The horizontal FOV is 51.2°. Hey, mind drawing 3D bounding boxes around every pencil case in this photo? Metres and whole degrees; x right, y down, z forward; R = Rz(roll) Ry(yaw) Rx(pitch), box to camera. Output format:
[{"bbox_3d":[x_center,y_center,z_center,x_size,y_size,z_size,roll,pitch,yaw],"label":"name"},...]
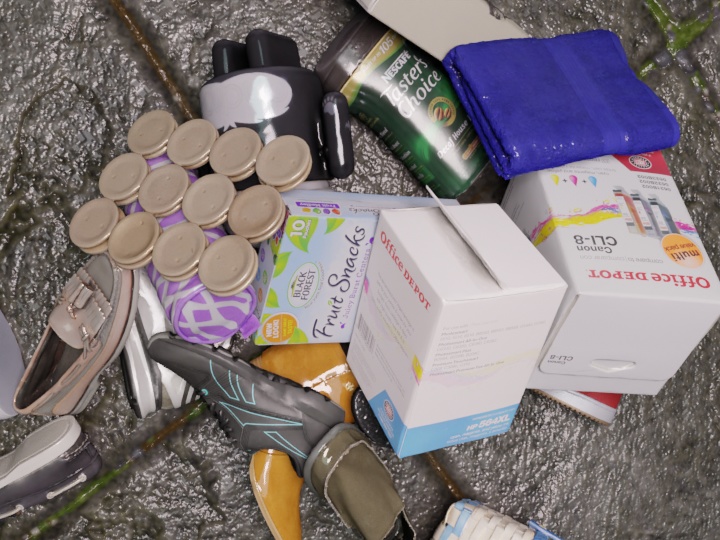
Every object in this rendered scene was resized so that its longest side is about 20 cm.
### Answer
[{"bbox_3d":[-0.161,-0.027,0.693,0.083,0.085,0.201,-36,55,10],"label":"pencil case"}]

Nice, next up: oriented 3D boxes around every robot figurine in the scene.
[{"bbox_3d":[-0.089,-0.123,0.732,0.123,0.150,0.204,-9,94,-23],"label":"robot figurine"}]

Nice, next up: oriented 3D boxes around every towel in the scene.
[{"bbox_3d":[0.187,-0.158,0.708,0.197,0.050,0.149,-11,61,-23],"label":"towel"}]

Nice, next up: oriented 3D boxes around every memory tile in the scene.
[{"bbox_3d":[-0.148,-0.063,0.646,0.197,0.017,0.155,16,68,25],"label":"memory tile"}]

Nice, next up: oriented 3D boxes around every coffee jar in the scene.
[{"bbox_3d":[0.049,-0.170,0.769,0.199,0.085,0.105,40,85,-6],"label":"coffee jar"}]

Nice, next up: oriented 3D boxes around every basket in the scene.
[{"bbox_3d":[0.152,0.333,0.752,0.199,0.139,0.178,33,86,24],"label":"basket"}]

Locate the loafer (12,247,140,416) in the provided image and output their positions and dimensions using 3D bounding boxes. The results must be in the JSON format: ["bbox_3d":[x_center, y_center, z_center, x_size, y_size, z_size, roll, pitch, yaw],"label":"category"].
[{"bbox_3d":[-0.264,0.064,0.693,0.072,0.062,0.201,46,120,27],"label":"loafer"}]

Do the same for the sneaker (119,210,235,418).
[{"bbox_3d":[-0.191,0.035,0.757,0.114,0.075,0.204,-11,89,-25],"label":"sneaker"}]

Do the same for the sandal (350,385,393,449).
[{"bbox_3d":[0.072,0.143,0.784,0.197,0.048,0.077,4,86,-30],"label":"sandal"}]

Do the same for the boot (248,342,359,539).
[{"bbox_3d":[-0.048,0.170,0.766,0.142,0.071,0.204,-20,89,-5],"label":"boot"}]

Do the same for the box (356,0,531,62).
[{"bbox_3d":[0.079,-0.247,0.721,0.198,0.083,0.069,18,120,-43],"label":"box"}]

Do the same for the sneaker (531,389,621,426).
[{"bbox_3d":[0.206,0.075,0.801,0.198,0.071,0.114,27,91,-15],"label":"sneaker"}]

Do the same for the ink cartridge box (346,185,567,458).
[{"bbox_3d":[0.080,0.039,0.665,0.123,0.129,0.203,-5,130,-24],"label":"ink cartridge box"}]

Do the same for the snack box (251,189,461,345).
[{"bbox_3d":[0.000,0.000,0.719,0.197,0.053,0.144,1,124,-28],"label":"snack box"}]

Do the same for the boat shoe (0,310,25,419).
[{"bbox_3d":[-0.392,0.055,0.723,0.065,0.070,0.203,-23,97,10],"label":"boat shoe"}]

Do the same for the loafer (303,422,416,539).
[{"bbox_3d":[0.011,0.218,0.726,0.075,0.069,0.201,-48,138,-17],"label":"loafer"}]

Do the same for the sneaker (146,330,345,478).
[{"bbox_3d":[-0.112,0.121,0.696,0.198,0.075,0.080,27,84,-7],"label":"sneaker"}]

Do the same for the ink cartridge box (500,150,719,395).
[{"bbox_3d":[0.224,-0.005,0.720,0.142,0.146,0.202,3,49,-9],"label":"ink cartridge box"}]

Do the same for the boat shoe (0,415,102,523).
[{"bbox_3d":[-0.345,0.213,0.728,0.198,0.074,0.061,-30,114,-1],"label":"boat shoe"}]
